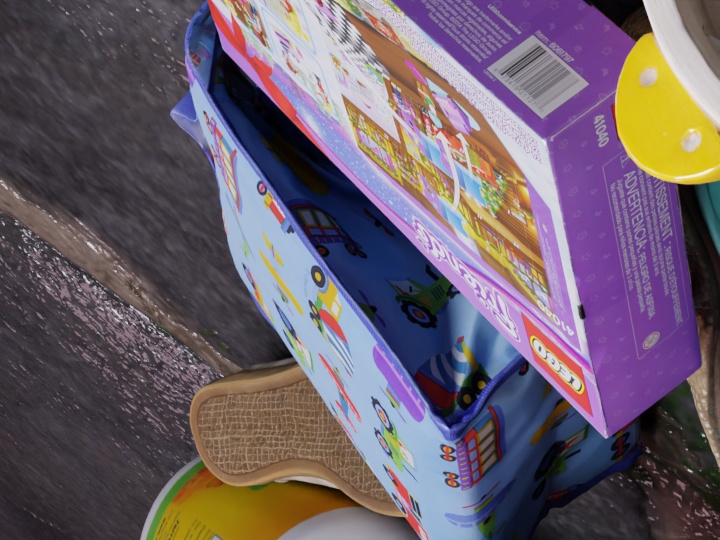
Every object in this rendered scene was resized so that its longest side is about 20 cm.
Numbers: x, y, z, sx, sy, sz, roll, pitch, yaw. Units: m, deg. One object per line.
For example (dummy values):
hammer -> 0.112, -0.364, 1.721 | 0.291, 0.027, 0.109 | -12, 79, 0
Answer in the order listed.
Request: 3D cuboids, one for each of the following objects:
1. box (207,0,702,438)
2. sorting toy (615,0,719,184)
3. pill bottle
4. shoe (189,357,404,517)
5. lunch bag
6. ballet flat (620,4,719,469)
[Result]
box -> 0.013, -0.061, 0.673 | 0.200, 0.039, 0.137 | 46, 165, 34
sorting toy -> 0.167, -0.021, 0.555 | 0.199, 0.107, 0.180 | 21, 170, 40
pill bottle -> -0.018, 0.151, 1.071 | 0.111, 0.111, 0.200 | 51, 169, -23
shoe -> 0.001, 0.062, 1.016 | 0.199, 0.053, 0.071 | 0, 102, 53
lunch bag -> 0.000, 0.000, 0.861 | 0.200, 0.094, 0.151 | 41, 163, 24
ballet flat -> 0.114, -0.005, 0.700 | 0.065, 0.070, 0.201 | 57, 170, 43
